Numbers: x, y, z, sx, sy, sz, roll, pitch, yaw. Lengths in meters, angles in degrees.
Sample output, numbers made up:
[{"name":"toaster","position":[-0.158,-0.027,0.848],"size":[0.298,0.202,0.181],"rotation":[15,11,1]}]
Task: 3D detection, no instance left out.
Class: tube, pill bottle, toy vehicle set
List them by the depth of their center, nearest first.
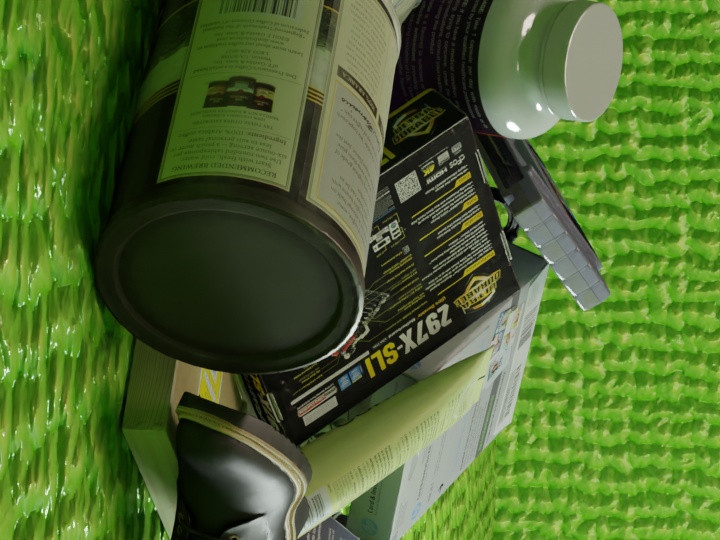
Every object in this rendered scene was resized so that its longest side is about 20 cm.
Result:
[{"name":"toy vehicle set","position":[-0.103,0.086,1.396],"size":[0.201,0.026,0.125],"rotation":[77,17,-58]},{"name":"tube","position":[0.006,0.117,1.523],"size":[0.058,0.199,0.052],"rotation":[12,-50,63]},{"name":"pill bottle","position":[0.070,-0.149,1.528],"size":[0.112,0.199,0.114],"rotation":[-22,118,-51]}]

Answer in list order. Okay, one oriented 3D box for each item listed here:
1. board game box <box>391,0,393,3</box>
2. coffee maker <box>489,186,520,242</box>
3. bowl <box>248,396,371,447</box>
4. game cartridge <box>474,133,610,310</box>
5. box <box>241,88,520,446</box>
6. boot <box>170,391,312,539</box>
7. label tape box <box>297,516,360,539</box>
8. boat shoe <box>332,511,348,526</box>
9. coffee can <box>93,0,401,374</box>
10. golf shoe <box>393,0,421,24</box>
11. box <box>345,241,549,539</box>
[{"name":"board game box","position":[-0.056,-0.215,1.295],"size":[0.201,0.134,0.035],"rotation":[83,16,-46]},{"name":"coffee maker","position":[0.021,-0.042,1.656],"size":[0.200,0.190,0.136],"rotation":[-69,175,-60]},{"name":"bowl","position":[-0.025,0.102,1.697],"size":[0.201,0.093,0.203],"rotation":[3,90,-81]},{"name":"game cartridge","position":[0.121,-0.072,1.720],"size":[0.130,0.038,0.201],"rotation":[45,14,-42]},{"name":"box","position":[0.000,0.000,1.492],"size":[0.049,0.199,0.160],"rotation":[41,-21,43]},{"name":"boot","position":[-0.087,0.164,1.300],"size":[0.139,0.077,0.200],"rotation":[-61,159,-20]},{"name":"label tape box","position":[-0.052,0.237,1.578],"size":[0.200,0.066,0.144],"rotation":[41,44,-40]},{"name":"boat shoe","position":[-0.021,0.239,1.813],"size":[0.200,0.070,0.073],"rotation":[-65,155,-67]},{"name":"coffee can","position":[-0.058,-0.066,1.275],"size":[0.147,0.145,0.201],"rotation":[81,13,-49]},{"name":"golf shoe","position":[0.040,-0.237,1.445],"size":[0.097,0.078,0.201],"rotation":[132,-20,-84]},{"name":"box","position":[0.065,0.090,1.676],"size":[0.200,0.041,0.157],"rotation":[-42,150,-49]}]
